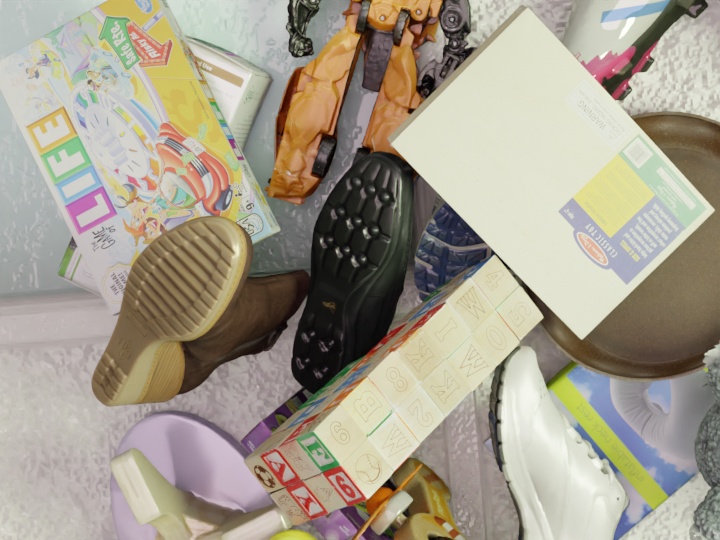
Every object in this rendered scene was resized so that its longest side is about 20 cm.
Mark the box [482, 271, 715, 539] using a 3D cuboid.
[{"bbox_3d":[0.200,0.109,1.372,0.200,0.048,0.122,-42,87,8],"label":"box"}]

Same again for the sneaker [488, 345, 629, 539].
[{"bbox_3d":[0.142,0.145,1.330,0.086,0.075,0.202,-15,102,4],"label":"sneaker"}]

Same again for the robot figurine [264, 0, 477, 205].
[{"bbox_3d":[0.004,-0.138,1.378,0.144,0.058,0.202,18,97,6],"label":"robot figurine"}]

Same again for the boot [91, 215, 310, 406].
[{"bbox_3d":[-0.094,0.015,1.318,0.073,0.166,0.200,53,130,15],"label":"boot"}]

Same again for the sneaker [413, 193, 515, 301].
[{"bbox_3d":[0.090,-0.059,1.365,0.076,0.085,0.201,14,118,3],"label":"sneaker"}]

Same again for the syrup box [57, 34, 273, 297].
[{"bbox_3d":[-0.144,-0.073,1.392,0.081,0.079,0.201,24,97,6],"label":"syrup box"}]

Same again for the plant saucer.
[{"bbox_3d":[0.212,-0.015,1.338,0.199,0.032,0.202,-7,71,22],"label":"plant saucer"}]

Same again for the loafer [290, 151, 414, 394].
[{"bbox_3d":[0.000,0.000,1.355,0.068,0.070,0.202,29,121,22],"label":"loafer"}]

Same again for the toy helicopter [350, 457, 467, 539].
[{"bbox_3d":[0.047,0.184,1.322,0.132,0.200,0.079,35,102,-18],"label":"toy helicopter"}]

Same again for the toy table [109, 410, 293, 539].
[{"bbox_3d":[-0.128,0.209,1.390,0.183,0.117,0.200,-38,89,9],"label":"toy table"}]

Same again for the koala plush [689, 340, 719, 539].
[{"bbox_3d":[0.317,0.122,1.261,0.198,0.184,0.179,8,93,-15],"label":"koala plush"}]

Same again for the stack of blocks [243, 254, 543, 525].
[{"bbox_3d":[0.024,0.083,1.291,0.200,0.115,0.059,-42,96,-31],"label":"stack of blocks"}]

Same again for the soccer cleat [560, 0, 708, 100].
[{"bbox_3d":[0.181,-0.182,1.352,0.200,0.070,0.086,-46,71,6],"label":"soccer cleat"}]

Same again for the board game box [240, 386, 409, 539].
[{"bbox_3d":[0.002,0.179,1.367,0.032,0.120,0.200,-42,87,12],"label":"board game box"}]

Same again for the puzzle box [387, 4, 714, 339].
[{"bbox_3d":[0.132,-0.066,1.288,0.133,0.025,0.200,-44,104,5],"label":"puzzle box"}]

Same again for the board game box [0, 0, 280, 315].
[{"bbox_3d":[-0.162,-0.087,1.336,0.134,0.034,0.201,-27,90,9],"label":"board game box"}]

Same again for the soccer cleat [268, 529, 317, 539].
[{"bbox_3d":[-0.016,0.244,1.356,0.064,0.084,0.201,-21,129,19],"label":"soccer cleat"}]
